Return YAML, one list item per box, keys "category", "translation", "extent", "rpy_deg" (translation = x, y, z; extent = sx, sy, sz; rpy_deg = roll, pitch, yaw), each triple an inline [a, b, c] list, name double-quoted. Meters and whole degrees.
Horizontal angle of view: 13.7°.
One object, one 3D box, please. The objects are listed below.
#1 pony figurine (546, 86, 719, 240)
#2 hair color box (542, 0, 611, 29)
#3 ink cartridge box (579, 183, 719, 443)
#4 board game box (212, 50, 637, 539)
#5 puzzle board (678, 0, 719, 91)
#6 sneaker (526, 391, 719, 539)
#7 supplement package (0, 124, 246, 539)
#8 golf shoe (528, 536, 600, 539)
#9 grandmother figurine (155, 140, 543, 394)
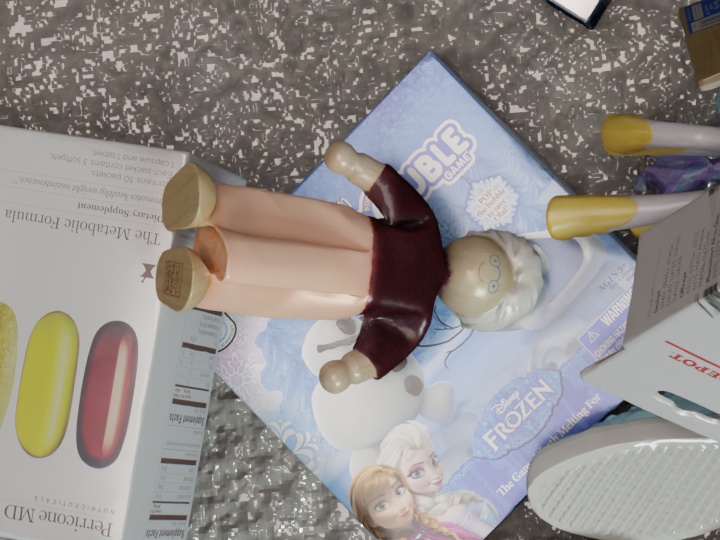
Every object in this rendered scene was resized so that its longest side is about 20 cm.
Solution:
- category: "pony figurine"
  translation: [0.217, -0.044, 1.475]
  extent: [0.199, 0.193, 0.167]
  rpy_deg: [0, 90, 29]
- category: "hair color box"
  translation: [0.128, -0.234, 1.534]
  extent: [0.100, 0.061, 0.200]
  rpy_deg: [32, 95, 6]
- category: "ink cartridge box"
  translation: [0.202, 0.010, 1.382]
  extent: [0.116, 0.200, 0.067]
  rpy_deg: [24, 58, -22]
- category: "board game box"
  translation: [0.038, 0.026, 1.558]
  extent: [0.199, 0.043, 0.200]
  rpy_deg: [45, 97, 7]
- category: "puzzle board"
  translation: [0.231, -0.130, 1.454]
  extent: [0.150, 0.200, 0.017]
  rpy_deg: [-21, 102, 8]
- category: "sneaker"
  translation: [0.178, 0.080, 1.527]
  extent: [0.199, 0.082, 0.074]
  rpy_deg: [-10, 127, -2]
- category: "supplement package"
  translation: [-0.138, 0.038, 1.511]
  extent: [0.113, 0.110, 0.201]
  rpy_deg: [8, 87, 14]
- category: "golf shoe"
  translation: [0.146, 0.182, 1.531]
  extent: [0.199, 0.075, 0.092]
  rpy_deg: [1, 94, 9]
- category: "grandmother figurine"
  translation: [0.000, 0.000, 1.471]
  extent: [0.199, 0.061, 0.122]
  rpy_deg: [4, 99, -28]
